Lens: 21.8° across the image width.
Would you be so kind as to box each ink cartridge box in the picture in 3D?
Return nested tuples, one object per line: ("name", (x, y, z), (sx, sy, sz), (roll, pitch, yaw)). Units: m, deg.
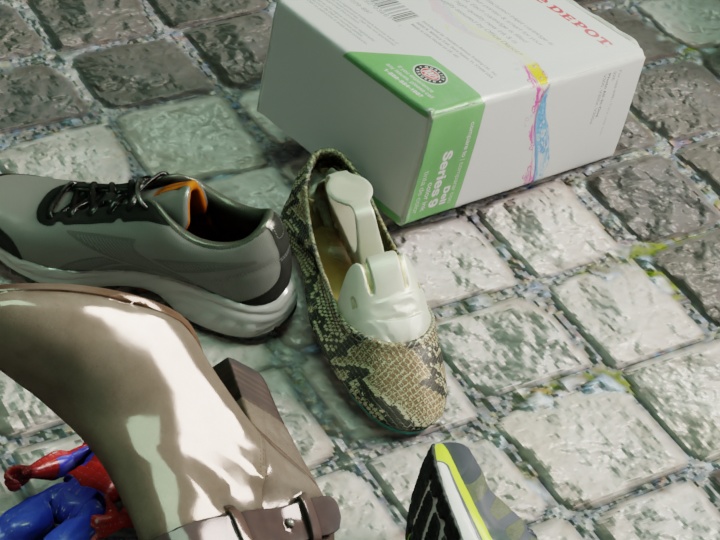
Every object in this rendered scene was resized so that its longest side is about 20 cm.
("ink cartridge box", (0.058, -0.120, 1.178), (0.199, 0.088, 0.145), (-21, 47, -39))

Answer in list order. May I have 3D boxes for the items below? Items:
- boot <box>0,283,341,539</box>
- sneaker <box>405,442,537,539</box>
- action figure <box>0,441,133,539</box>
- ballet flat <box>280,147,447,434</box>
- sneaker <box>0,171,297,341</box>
("boot", (-0.090, 0.095, 0.865), (0.199, 0.070, 0.147), (20, 43, -37))
("sneaker", (0.085, 0.160, 0.880), (0.080, 0.074, 0.200), (-8, 49, -28))
("action figure", (-0.143, 0.119, 0.907), (0.065, 0.052, 0.200), (22, 39, 23))
("ballet flat", (0.000, 0.000, 1.048), (0.067, 0.076, 0.200), (-4, 41, -19))
("sneaker", (-0.128, -0.027, 1.061), (0.199, 0.080, 0.074), (14, 41, 10))
